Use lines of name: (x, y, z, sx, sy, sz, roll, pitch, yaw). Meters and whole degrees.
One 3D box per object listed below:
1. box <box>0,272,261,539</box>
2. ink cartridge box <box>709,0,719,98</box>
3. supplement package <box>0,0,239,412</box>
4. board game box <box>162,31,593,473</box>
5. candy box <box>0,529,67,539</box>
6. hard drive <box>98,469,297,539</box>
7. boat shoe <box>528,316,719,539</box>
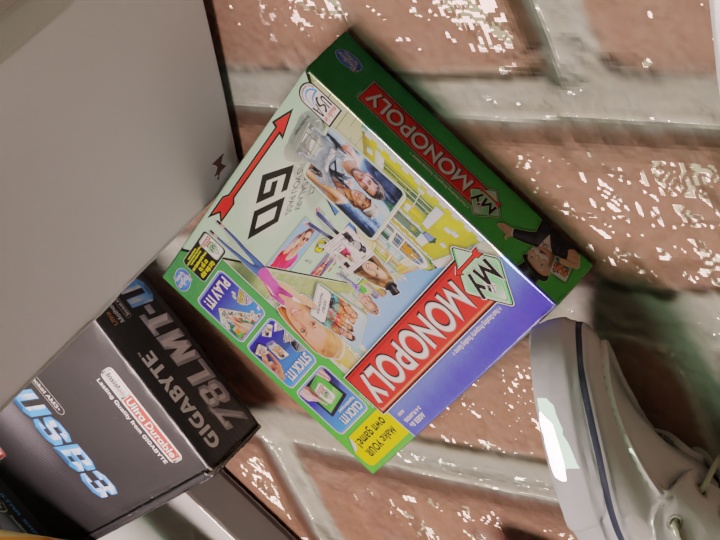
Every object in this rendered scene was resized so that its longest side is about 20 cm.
box: (-0.172, 0.043, 1.121, 0.200, 0.050, 0.198, 52, 139, -7)
ink cartridge box: (0.172, -0.064, 0.516, 0.084, 0.200, 0.145, 22, 142, 35)
supplement package: (-0.193, -0.069, 0.918, 0.199, 0.191, 0.148, 22, 143, 29)
board game box: (0.000, 0.000, 0.937, 0.135, 0.029, 0.200, 44, 147, 2)
candy box: (-0.164, 0.197, 1.122, 0.199, 0.116, 0.055, 11, 154, -18)
hard drive: (-0.104, 0.161, 1.236, 0.132, 0.026, 0.200, 43, 147, 1)
boat shoe: (0.124, 0.096, 0.887, 0.066, 0.074, 0.201, -14, 123, 15)
